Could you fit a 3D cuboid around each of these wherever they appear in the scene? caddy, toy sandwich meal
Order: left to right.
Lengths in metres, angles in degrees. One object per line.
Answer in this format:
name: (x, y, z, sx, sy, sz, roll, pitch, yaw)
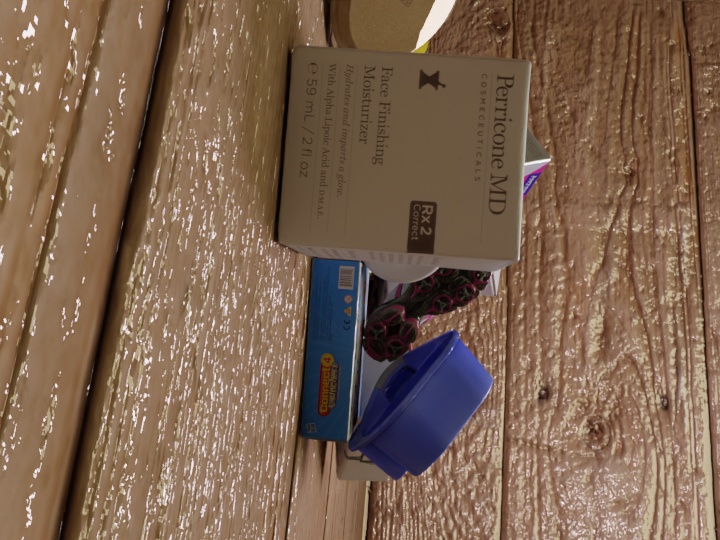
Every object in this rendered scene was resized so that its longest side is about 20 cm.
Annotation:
toy sandwich meal: (0.038, -0.328, 0.943, 0.070, 0.204, 0.207, 47, -26, 32)
caddy: (0.067, 0.159, 1.029, 0.200, 0.105, 0.141, -47, -179, -27)

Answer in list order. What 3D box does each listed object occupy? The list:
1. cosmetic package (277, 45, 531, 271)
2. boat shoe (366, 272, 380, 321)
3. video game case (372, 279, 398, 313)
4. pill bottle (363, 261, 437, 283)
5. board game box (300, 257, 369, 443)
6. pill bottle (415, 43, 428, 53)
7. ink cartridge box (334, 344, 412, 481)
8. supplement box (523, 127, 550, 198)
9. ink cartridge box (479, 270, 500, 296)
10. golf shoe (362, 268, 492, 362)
cosmetic package: (0.040, -0.091, 0.748, 0.165, 0.197, 0.167, 37, 57, -86)
boat shoe: (0.000, 0.000, 1.222, 0.071, 0.069, 0.202, -89, -179, -59)
video game case: (0.033, -0.004, 1.309, 0.183, 0.023, 0.202, 108, -18, -60)
pill bottle: (0.041, -0.074, 1.026, 0.200, 0.112, 0.115, -105, -164, -67)
board game box: (-0.027, 0.090, 1.018, 0.196, 0.055, 0.203, 36, 58, -86)
pill bottle: (0.054, -0.407, 1.310, 0.200, 0.113, 0.116, 84, 11, -67)
ink cartridge box: (0.018, 0.201, 1.224, 0.201, 0.082, 0.147, 108, -17, -52)
supplement box: (0.151, -0.147, 1.182, 0.104, 0.198, 0.102, 58, -37, 25)
ink cartridge box: (0.149, -0.068, 1.292, 0.083, 0.144, 0.202, 68, 31, -54)
golf shoe: (0.080, 0.025, 1.042, 0.073, 0.199, 0.092, 48, 16, -12)
